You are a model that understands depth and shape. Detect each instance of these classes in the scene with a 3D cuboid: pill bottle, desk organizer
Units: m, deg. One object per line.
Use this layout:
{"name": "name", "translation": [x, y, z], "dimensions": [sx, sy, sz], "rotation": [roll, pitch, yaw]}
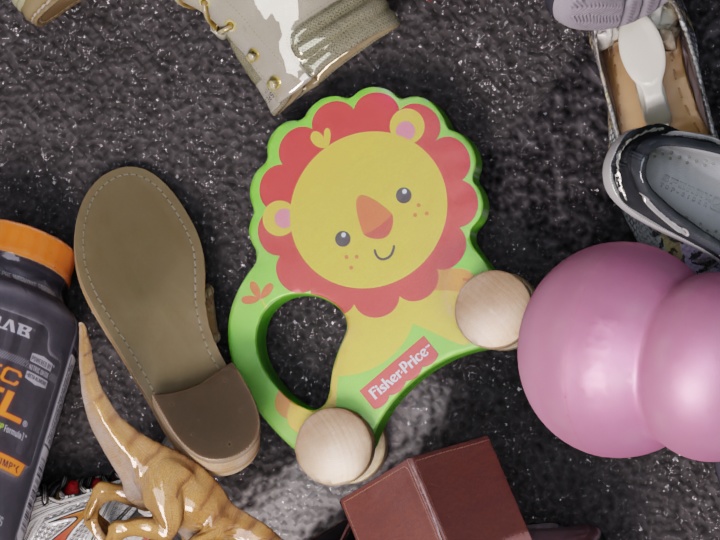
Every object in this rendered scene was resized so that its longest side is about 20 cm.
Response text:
{"name": "pill bottle", "translation": [-0.228, 0.072, 1.737], "dimensions": [0.106, 0.106, 0.201], "rotation": [13, 71, 5]}
{"name": "desk organizer", "translation": [0.008, 0.171, 1.695], "dimensions": [0.200, 0.072, 0.077], "rotation": [-35, 74, 45]}

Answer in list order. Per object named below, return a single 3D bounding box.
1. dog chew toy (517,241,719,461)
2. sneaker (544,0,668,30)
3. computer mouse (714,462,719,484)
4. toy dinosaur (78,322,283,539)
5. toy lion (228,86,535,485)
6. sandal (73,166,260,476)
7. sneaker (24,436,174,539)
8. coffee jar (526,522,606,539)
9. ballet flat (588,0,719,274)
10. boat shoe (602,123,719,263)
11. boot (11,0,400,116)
{"name": "dog chew toy", "translation": [0.189, 0.053, 1.662], "dimensions": [0.199, 0.124, 0.125], "rotation": [10, 94, 35]}
{"name": "sneaker", "translation": [0.155, -0.216, 1.692], "dimensions": [0.200, 0.078, 0.112], "rotation": [-32, 66, -32]}
{"name": "computer mouse", "translation": [0.273, 0.060, 1.732], "dimensions": [0.138, 0.053, 0.201], "rotation": [23, 83, 6]}
{"name": "toy dinosaur", "translation": [-0.119, 0.121, 1.682], "dimensions": [0.200, 0.060, 0.106], "rotation": [43, 106, -13]}
{"name": "toy lion", "translation": [0.000, 0.000, 1.754], "dimensions": [0.200, 0.069, 0.192], "rotation": [-41, 81, 7]}
{"name": "sandal", "translation": [-0.117, 0.043, 1.758], "dimensions": [0.077, 0.070, 0.212], "rotation": [-18, 60, -14]}
{"name": "sneaker", "translation": [-0.170, 0.152, 1.766], "dimensions": [0.200, 0.078, 0.082], "rotation": [-41, 87, 6]}
{"name": "coffee jar", "translation": [0.112, 0.253, 1.728], "dimensions": [0.085, 0.104, 0.201], "rotation": [-5, 93, 7]}
{"name": "ballet flat", "translation": [0.175, -0.083, 1.723], "dimensions": [0.072, 0.072, 0.201], "rotation": [-15, 91, 7]}
{"name": "boat shoe", "translation": [0.233, -0.025, 1.669], "dimensions": [0.199, 0.060, 0.076], "rotation": [18, 89, -11]}
{"name": "boot", "translation": [-0.093, -0.157, 1.748], "dimensions": [0.200, 0.072, 0.155], "rotation": [-29, 92, 6]}
